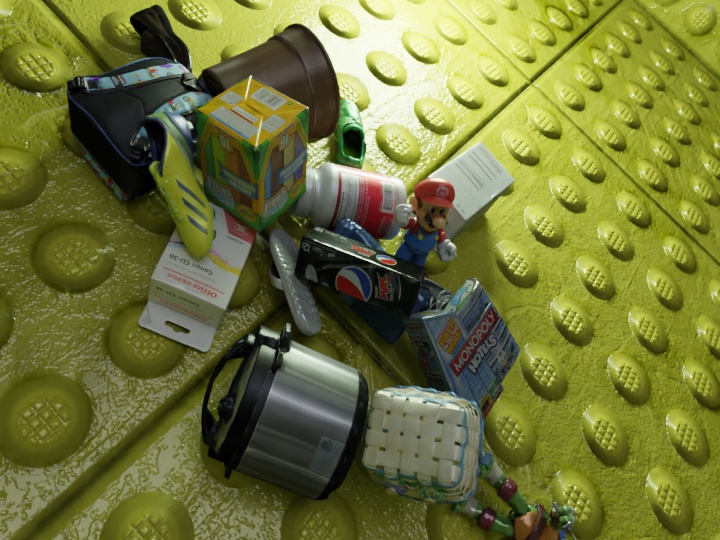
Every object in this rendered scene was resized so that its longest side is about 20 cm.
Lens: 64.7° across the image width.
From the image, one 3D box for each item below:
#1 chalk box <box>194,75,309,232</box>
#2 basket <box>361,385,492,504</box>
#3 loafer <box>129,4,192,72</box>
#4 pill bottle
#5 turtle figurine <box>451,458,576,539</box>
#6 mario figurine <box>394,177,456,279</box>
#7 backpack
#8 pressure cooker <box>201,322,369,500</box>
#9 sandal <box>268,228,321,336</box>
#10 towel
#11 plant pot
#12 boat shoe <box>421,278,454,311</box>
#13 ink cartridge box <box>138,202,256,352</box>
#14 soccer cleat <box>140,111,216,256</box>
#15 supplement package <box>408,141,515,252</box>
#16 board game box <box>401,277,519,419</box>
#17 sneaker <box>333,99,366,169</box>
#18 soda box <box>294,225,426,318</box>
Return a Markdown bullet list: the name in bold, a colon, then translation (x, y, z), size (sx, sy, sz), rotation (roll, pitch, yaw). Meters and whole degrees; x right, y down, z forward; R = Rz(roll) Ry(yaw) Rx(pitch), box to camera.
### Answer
- **chalk box**: translation (-0.161, -0.158, 0.865), size (0.122, 0.204, 0.124), rotation (30, 51, 18)
- **basket**: translation (0.082, 0.230, 0.760), size (0.170, 0.200, 0.145), rotation (5, 77, 21)
- **loafer**: translation (-0.362, -0.396, 1.031), size (0.070, 0.074, 0.203), rotation (-20, 63, -28)
- **pill bottle**: translation (-0.024, -0.124, 1.002), size (0.193, 0.113, 0.116), rotation (8, 57, -22)
- **turtle figurine**: translation (0.229, 0.374, 0.801), size (0.192, 0.146, 0.200), rotation (37, 39, 8)
- **mario figurine**: translation (0.110, -0.058, 0.964), size (0.104, 0.205, 0.122), rotation (32, 36, 21)
- **backpack**: translation (-0.331, -0.232, 0.897), size (0.183, 0.135, 0.199), rotation (44, 52, 6)
- **pressure cooker**: translation (-0.103, 0.178, 0.735), size (0.195, 0.179, 0.181), rotation (23, 55, -12)
- **sandal**: translation (-0.118, 0.017, 0.903), size (0.082, 0.049, 0.207), rotation (38, 25, -51)
- **towel**: translation (0.015, 0.017, 0.945), size (0.200, 0.112, 0.048), rotation (44, 8, 8)
- **plant pot**: translation (-0.168, -0.300, 1.000), size (0.195, 0.201, 0.203), rotation (-30, 76, -28)
- **boat shoe**: translation (0.138, 0.069, 0.988), size (0.195, 0.062, 0.077), rotation (27, 94, -16)
- **ink cartridge box**: translation (-0.237, 0.003, 0.844), size (0.113, 0.068, 0.205), rotation (23, 53, -12)
- **soccer cleat**: translation (-0.258, -0.117, 0.790), size (0.083, 0.063, 0.208), rotation (-15, 93, -57)
- **supplement package**: translation (0.197, -0.148, 1.129), size (0.110, 0.114, 0.198), rotation (48, 51, 7)
- **board game box**: translation (0.162, 0.116, 0.909), size (0.200, 0.061, 0.202), rotation (-46, 111, -26)
- **sneaker**: translation (-0.015, -0.260, 1.109), size (0.072, 0.084, 0.206), rotation (10, 56, -20)
- **soda box**: translation (0.000, 0.000, 0.882), size (0.194, 0.065, 0.071), rotation (21, 22, 10)
